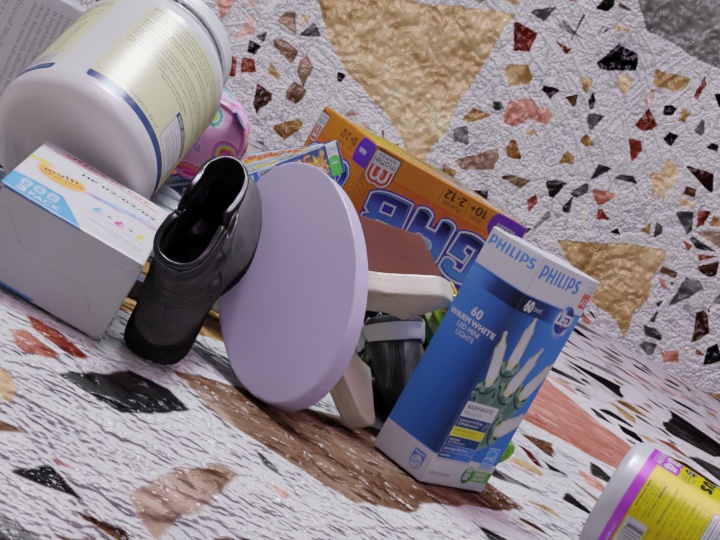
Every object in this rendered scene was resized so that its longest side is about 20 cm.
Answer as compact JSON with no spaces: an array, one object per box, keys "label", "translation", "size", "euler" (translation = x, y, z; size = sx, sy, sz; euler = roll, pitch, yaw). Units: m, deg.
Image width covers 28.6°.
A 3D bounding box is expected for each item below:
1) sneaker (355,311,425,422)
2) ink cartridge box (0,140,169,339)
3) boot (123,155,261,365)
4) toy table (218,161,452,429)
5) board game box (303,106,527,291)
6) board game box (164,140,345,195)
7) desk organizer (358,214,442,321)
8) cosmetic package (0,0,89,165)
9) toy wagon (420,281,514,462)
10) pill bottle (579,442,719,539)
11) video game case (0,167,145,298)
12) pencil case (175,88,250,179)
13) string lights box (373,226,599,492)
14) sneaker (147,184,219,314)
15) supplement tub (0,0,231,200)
[{"label":"sneaker","translation":[0.026,0.096,1.253],"size":[0.066,0.092,0.200],"euler":[-3,-11,-2]},{"label":"ink cartridge box","translation":[-0.213,-0.032,1.058],"size":[0.115,0.068,0.200],"euler":[31,12,-9]},{"label":"boot","translation":[-0.103,-0.037,1.019],"size":[0.069,0.132,0.201],"euler":[21,46,-5]},{"label":"toy table","translation":[-0.031,0.027,1.127],"size":[0.182,0.202,0.117],"euler":[-6,-24,30]},{"label":"board game box","translation":[0.020,-0.029,1.542],"size":[0.199,0.201,0.200],"euler":[27,7,-23]},{"label":"board game box","translation":[-0.130,-0.090,1.439],"size":[0.135,0.035,0.199],"euler":[-25,15,-41]},{"label":"desk organizer","translation":[0.000,0.000,1.318],"size":[0.199,0.072,0.077],"euler":[16,42,-55]},{"label":"cosmetic package","translation":[-0.314,-0.187,1.396],"size":[0.199,0.169,0.166],"euler":[29,5,20]},{"label":"toy wagon","translation":[0.085,0.080,1.273],"size":[0.201,0.039,0.156],"euler":[69,-4,-55]},{"label":"pill bottle","translation":[0.287,0.235,1.156],"size":[0.199,0.105,0.104],"euler":[32,7,16]},{"label":"video game case","translation":[-0.269,-0.043,1.207],"size":[0.142,0.019,0.200],"euler":[26,7,-31]},{"label":"pencil case","translation":[-0.153,-0.142,1.409],"size":[0.087,0.088,0.200],"euler":[29,6,-8]},{"label":"string lights box","translation":[0.102,0.074,1.140],"size":[0.059,0.201,0.102],"euler":[34,9,36]},{"label":"sneaker","translation":[-0.160,-0.012,1.235],"size":[0.199,0.071,0.073],"euler":[33,43,7]},{"label":"supplement tub","translation":[-0.203,-0.145,1.197],"size":[0.144,0.146,0.201],"euler":[29,42,0]}]
